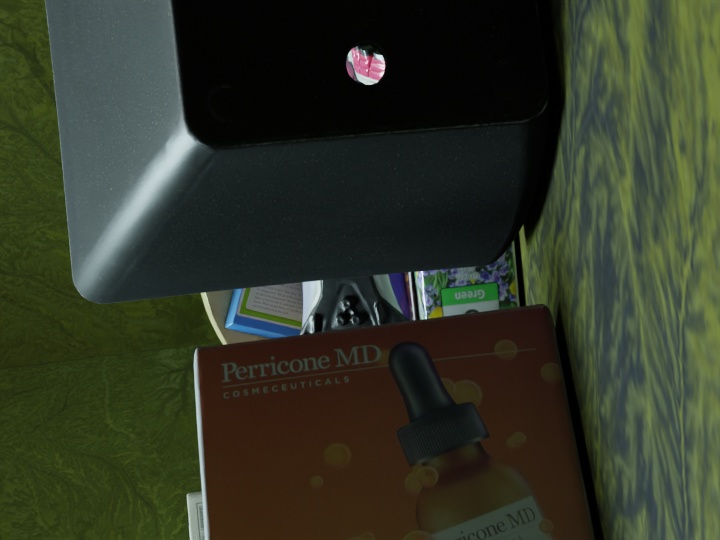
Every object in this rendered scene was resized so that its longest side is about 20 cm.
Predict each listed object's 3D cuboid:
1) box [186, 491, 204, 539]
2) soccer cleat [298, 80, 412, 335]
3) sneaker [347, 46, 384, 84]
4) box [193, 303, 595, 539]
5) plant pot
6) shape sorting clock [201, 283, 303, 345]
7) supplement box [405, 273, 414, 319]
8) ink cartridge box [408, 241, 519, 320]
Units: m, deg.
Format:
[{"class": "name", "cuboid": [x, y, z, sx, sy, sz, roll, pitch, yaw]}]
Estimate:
[{"class": "box", "cuboid": [-0.008, 0.186, 1.109, 0.078, 0.199, 0.095, 86, 178, -64]}, {"class": "soccer cleat", "cuboid": [0.000, 0.000, 0.864, 0.073, 0.068, 0.201, -40, -58, -62]}, {"class": "sneaker", "cuboid": [0.018, -0.116, 1.023, 0.200, 0.080, 0.075, -101, 2, -71]}, {"class": "box", "cuboid": [0.018, 0.132, 0.686, 0.107, 0.151, 0.201, 83, 179, -61]}, {"class": "plant pot", "cuboid": [-0.020, -0.103, 0.685, 0.177, 0.199, 0.201, 154, 110, -75]}, {"class": "shape sorting clock", "cuboid": [-0.019, -0.019, 1.081, 0.039, 0.199, 0.201, 17, 118, 54]}, {"class": "supplement box", "cuboid": [0.025, 0.044, 1.004, 0.131, 0.103, 0.201, -102, 5, -73]}, {"class": "ink cartridge box", "cuboid": [0.052, 0.025, 0.863, 0.109, 0.050, 0.201, -102, 6, -78]}]
